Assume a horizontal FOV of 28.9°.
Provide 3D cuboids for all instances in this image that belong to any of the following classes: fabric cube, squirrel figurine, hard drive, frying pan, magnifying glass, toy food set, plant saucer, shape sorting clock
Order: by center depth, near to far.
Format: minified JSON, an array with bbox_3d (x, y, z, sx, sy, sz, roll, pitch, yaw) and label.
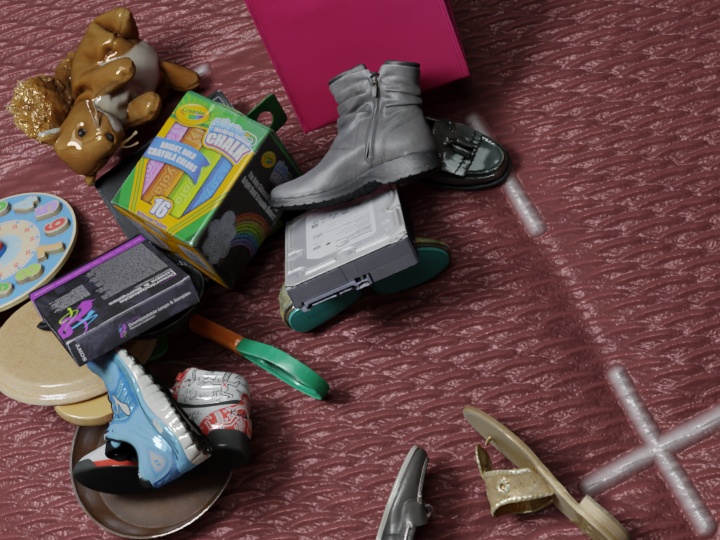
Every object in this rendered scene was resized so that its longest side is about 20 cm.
[{"bbox_3d":[-0.013,-0.033,1.492,0.139,0.038,0.200,-24,22,7],"label":"hard drive"},{"bbox_3d":[-0.113,0.091,1.518,0.200,0.080,0.022,25,75,38],"label":"magnifying glass"},{"bbox_3d":[-0.219,0.197,1.519,0.200,0.034,0.201,-8,64,16],"label":"plant saucer"},{"bbox_3d":[-0.255,0.054,1.523,0.190,0.031,0.115,-27,35,-5],"label":"frying pan"},{"bbox_3d":[-0.316,0.085,1.561,0.199,0.049,0.198,8,42,20],"label":"toy food set"},{"bbox_3d":[-0.009,-0.308,1.567,0.199,0.197,0.200,-19,36,9],"label":"fabric cube"},{"bbox_3d":[-0.431,-0.022,1.669,0.199,0.039,0.200,-15,44,15],"label":"shape sorting clock"},{"bbox_3d":[-0.325,-0.192,1.681,0.200,0.142,0.187,-4,54,36],"label":"squirrel figurine"}]

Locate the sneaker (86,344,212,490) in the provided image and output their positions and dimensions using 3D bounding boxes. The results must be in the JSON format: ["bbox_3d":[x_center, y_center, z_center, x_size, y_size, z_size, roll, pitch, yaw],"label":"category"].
[{"bbox_3d":[-0.236,0.145,1.413,0.090,0.078,0.200,-43,47,-4],"label":"sneaker"}]

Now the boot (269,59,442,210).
[{"bbox_3d":[-0.015,-0.145,1.504,0.199,0.070,0.132,-16,87,12],"label":"boot"}]

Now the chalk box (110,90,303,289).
[{"bbox_3d":[-0.153,-0.107,1.539,0.124,0.125,0.200,27,76,25],"label":"chalk box"}]

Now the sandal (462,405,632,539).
[{"bbox_3d":[0.159,0.219,1.357,0.212,0.078,0.070,38,75,24],"label":"sandal"}]

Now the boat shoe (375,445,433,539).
[{"bbox_3d":[0.041,0.275,1.382,0.057,0.067,0.201,19,77,9],"label":"boat shoe"}]

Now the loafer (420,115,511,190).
[{"bbox_3d":[0.070,-0.142,1.567,0.199,0.063,0.072,16,71,25],"label":"loafer"}]

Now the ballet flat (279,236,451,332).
[{"bbox_3d":[0.000,0.000,1.526,0.200,0.071,0.071,-25,60,6],"label":"ballet flat"}]

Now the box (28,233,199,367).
[{"bbox_3d":[-0.266,0.028,1.489,0.143,0.036,0.200,-29,23,-14],"label":"box"}]

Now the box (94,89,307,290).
[{"bbox_3d":[-0.190,-0.086,1.637,0.193,0.048,0.200,-35,60,-2],"label":"box"}]

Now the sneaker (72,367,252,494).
[{"bbox_3d":[-0.206,0.167,1.477,0.201,0.067,0.108,-14,50,18],"label":"sneaker"}]
